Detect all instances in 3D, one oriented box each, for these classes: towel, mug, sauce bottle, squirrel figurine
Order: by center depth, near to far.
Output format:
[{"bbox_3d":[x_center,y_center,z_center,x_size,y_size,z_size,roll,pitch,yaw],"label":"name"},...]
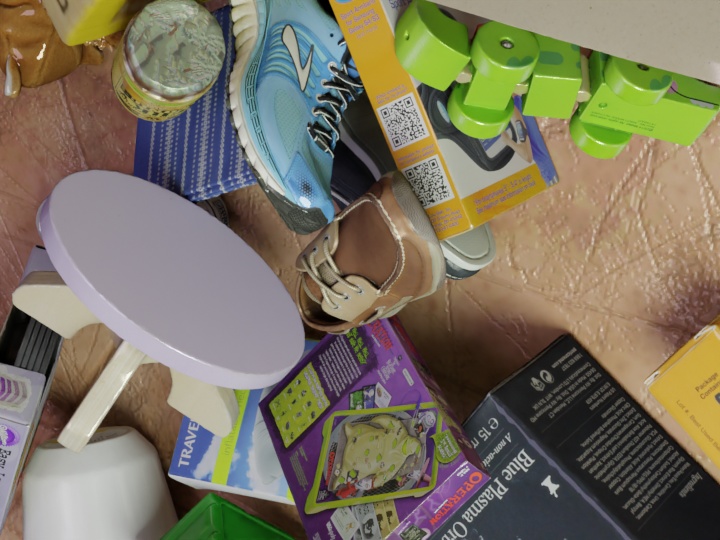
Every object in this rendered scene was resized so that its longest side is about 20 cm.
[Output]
[{"bbox_3d":[-0.132,-0.133,0.925,0.200,0.064,0.065,177,71,-77],"label":"sauce bottle"},{"bbox_3d":[-0.097,-0.120,0.995,0.199,0.024,0.146,-13,69,44],"label":"towel"},{"bbox_3d":[-0.231,-0.218,1.033,0.199,0.141,0.188,21,124,31],"label":"squirrel figurine"},{"bbox_3d":[-0.236,0.218,1.188,0.185,0.149,0.154,-6,95,30],"label":"mug"}]

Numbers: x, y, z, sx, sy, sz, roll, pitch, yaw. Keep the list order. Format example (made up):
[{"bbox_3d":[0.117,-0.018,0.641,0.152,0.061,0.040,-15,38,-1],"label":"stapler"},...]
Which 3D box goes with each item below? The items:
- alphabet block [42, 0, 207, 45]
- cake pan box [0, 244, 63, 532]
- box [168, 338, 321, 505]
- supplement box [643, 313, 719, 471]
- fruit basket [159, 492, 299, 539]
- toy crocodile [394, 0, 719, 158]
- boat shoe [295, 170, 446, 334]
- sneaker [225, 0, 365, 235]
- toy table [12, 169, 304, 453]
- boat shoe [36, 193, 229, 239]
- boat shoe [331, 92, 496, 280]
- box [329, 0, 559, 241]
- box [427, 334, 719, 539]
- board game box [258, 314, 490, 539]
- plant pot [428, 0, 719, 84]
[{"bbox_3d":[-0.121,-0.285,0.861,0.196,0.194,0.201,-25,90,62],"label":"alphabet block"},{"bbox_3d":[-0.285,0.106,1.143,0.052,0.185,0.201,16,131,-11],"label":"cake pan box"},{"bbox_3d":[-0.061,0.111,1.044,0.199,0.048,0.123,4,72,35],"label":"box"},{"bbox_3d":[0.266,0.116,0.834,0.200,0.069,0.067,49,126,10],"label":"supplement box"},{"bbox_3d":[-0.098,0.298,1.068,0.214,0.156,0.217,-2,104,-7],"label":"fruit basket"},{"bbox_3d":[0.117,-0.114,0.816,0.198,0.062,0.068,9,146,-7],"label":"toy crocodile"},{"bbox_3d":[0.000,0.000,0.863,0.076,0.071,0.200,60,164,12],"label":"boat shoe"},{"bbox_3d":[-0.031,-0.117,0.858,0.089,0.078,0.201,-12,59,11],"label":"sneaker"},{"bbox_3d":[-0.148,0.032,0.979,0.200,0.184,0.117,42,131,1],"label":"toy table"},{"bbox_3d":[-0.199,-0.039,1.114,0.199,0.065,0.074,-4,104,36],"label":"boat shoe"},{"bbox_3d":[0.013,-0.060,0.954,0.200,0.075,0.060,51,128,25],"label":"boat shoe"},{"bbox_3d":[0.049,-0.128,0.870,0.041,0.119,0.201,-17,96,38],"label":"box"},{"bbox_3d":[0.129,0.189,0.927,0.200,0.117,0.197,45,126,13],"label":"box"},{"bbox_3d":[0.002,0.109,0.912,0.120,0.032,0.200,-48,32,13],"label":"board game box"},{"bbox_3d":[0.174,-0.200,0.718,0.199,0.199,0.178,23,108,28],"label":"plant pot"}]
